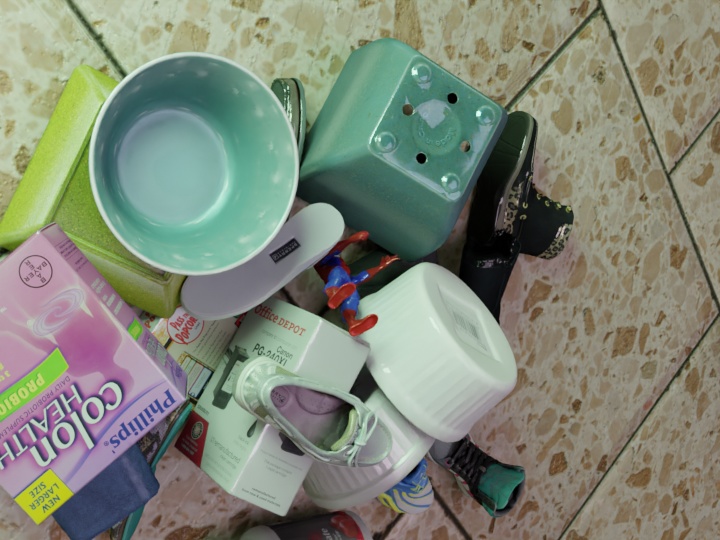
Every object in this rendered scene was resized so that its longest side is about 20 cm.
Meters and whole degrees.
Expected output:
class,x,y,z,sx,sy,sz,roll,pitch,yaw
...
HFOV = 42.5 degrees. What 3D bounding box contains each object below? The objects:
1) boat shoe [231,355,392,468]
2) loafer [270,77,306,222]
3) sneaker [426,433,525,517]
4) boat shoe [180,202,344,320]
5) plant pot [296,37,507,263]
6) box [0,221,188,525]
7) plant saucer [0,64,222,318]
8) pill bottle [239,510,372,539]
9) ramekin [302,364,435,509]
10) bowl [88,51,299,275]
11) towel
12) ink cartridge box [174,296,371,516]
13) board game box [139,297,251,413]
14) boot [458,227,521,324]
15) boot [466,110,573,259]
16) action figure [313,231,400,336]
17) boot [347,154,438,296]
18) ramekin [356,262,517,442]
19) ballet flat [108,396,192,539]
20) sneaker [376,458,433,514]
class,x,y,z,sx,sy,sz,roll,pitch,yaw
boat shoe,-0.037,0.148,0.914,0.202,0.065,0.075,38,78,-35
loafer,-0.108,-0.119,1.045,0.062,0.072,0.202,4,100,-32
sneaker,0.168,0.283,1.314,0.084,0.120,0.200,-52,125,-15
boat shoe,-0.107,-0.003,1.016,0.199,0.070,0.071,-35,81,-20
plant pot,0.055,-0.141,1.039,0.195,0.200,0.198,30,82,-13
box,-0.289,0.091,0.853,0.175,0.097,0.201,-39,103,-3
plant saucer,-0.233,-0.077,0.940,0.198,0.048,0.202,27,81,-27
pill bottle,-0.087,0.366,1.143,0.198,0.110,0.112,0,100,-38
ramekin,-0.006,0.180,1.116,0.202,0.202,0.095,-44,112,-21
bowl,-0.168,-0.100,0.886,0.199,0.105,0.203,-2,95,-26
towel,-0.295,0.168,0.936,0.111,0.049,0.201,-29,101,-4
ink cartridge box,-0.096,0.136,1.001,0.083,0.145,0.201,33,81,-35
board game box,-0.161,0.092,1.064,0.200,0.046,0.152,43,74,-36
boot,0.128,0.045,1.223,0.199,0.076,0.169,-30,141,-36
boot,0.239,-0.112,1.306,0.152,0.073,0.206,7,104,-36
action figure,0.000,0.000,1.034,0.099,0.200,0.066,-35,108,-1
boot,0.035,-0.075,1.164,0.164,0.065,0.203,-7,105,-38
ramekin,0.093,0.087,1.077,0.098,0.202,0.200,-39,131,21
ballet flat,-0.247,0.207,1.010,0.072,0.072,0.202,11,114,-38
sneaker,0.056,0.280,1.237,0.200,0.105,0.076,46,73,-35
